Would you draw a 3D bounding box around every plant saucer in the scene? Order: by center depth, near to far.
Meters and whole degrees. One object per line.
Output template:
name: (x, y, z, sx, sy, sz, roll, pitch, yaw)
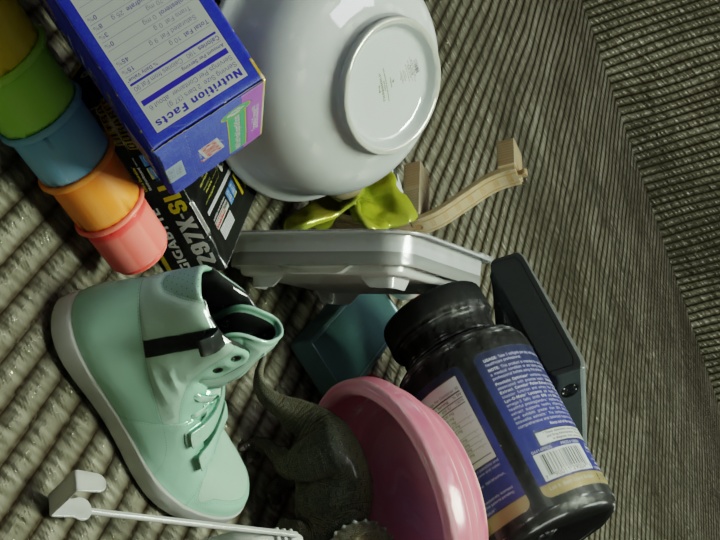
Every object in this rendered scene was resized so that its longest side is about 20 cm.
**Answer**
plant saucer: (0.029, 0.174, 0.942, 0.050, 0.200, 0.202, -10, 84, -30)
plant saucer: (-0.005, 0.056, 1.145, 0.070, 0.019, 0.200, 57, 23, -6)

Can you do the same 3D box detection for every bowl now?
bowl: (-0.007, -0.137, 0.927, 0.200, 0.090, 0.203, -19, 119, -40)

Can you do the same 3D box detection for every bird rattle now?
bird rattle: (-0.021, -0.124, 1.086, 0.163, 0.112, 0.202, 54, 29, -72)

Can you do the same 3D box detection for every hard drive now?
hard drive: (0.151, 0.104, 1.096, 0.140, 0.033, 0.201, -114, -170, -46)

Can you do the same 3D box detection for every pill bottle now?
pill bottle: (0.096, 0.113, 0.970, 0.112, 0.111, 0.201, 31, 29, -61)

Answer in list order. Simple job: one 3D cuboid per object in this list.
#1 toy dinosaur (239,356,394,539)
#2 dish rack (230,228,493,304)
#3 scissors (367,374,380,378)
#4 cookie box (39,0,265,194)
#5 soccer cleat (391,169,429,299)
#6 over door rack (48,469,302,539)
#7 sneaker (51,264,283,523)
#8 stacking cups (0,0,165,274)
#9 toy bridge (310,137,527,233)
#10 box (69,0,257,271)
toy dinosaur: (-0.027, 0.153, 0.920, 0.077, 0.102, 0.202, 29, 47, -58)
dish rack: (0.000, 0.000, 1.024, 0.200, 0.170, 0.044, 16, 76, -65)
scissors: (-0.007, 0.140, 1.115, 0.201, 0.014, 0.074, -72, 144, -53)
cookie box: (-0.137, -0.153, 0.734, 0.201, 0.075, 0.171, 57, -7, 0)
soccer cleat: (0.012, -0.067, 1.232, 0.085, 0.068, 0.202, 13, 58, -55)
over door rack: (-0.100, 0.209, 0.745, 0.199, 0.066, 0.149, 27, 39, -46)
sneaker: (-0.089, 0.081, 0.799, 0.074, 0.117, 0.201, -83, 151, -48)
stacking cups: (-0.177, -0.075, 0.756, 0.061, 0.060, 0.201, -81, 151, -47)
toy bridge: (0.049, -0.062, 1.132, 0.027, 0.198, 0.068, 57, 28, -44)
box: (-0.126, -0.116, 0.937, 0.201, 0.049, 0.160, -76, 147, -52)
